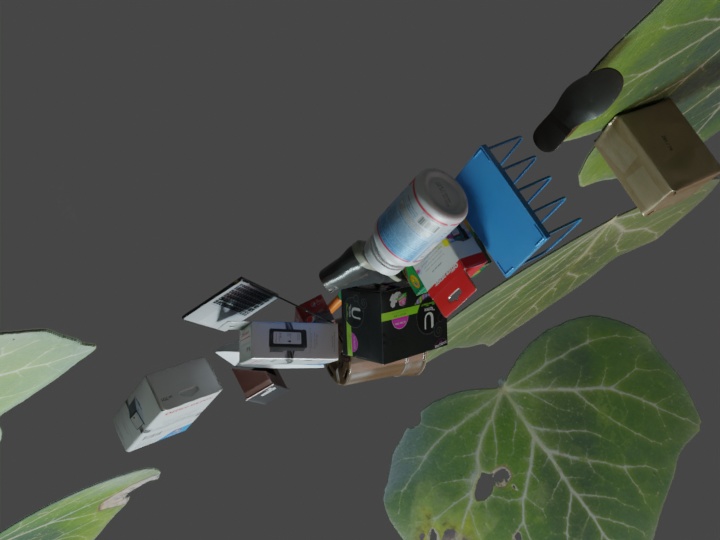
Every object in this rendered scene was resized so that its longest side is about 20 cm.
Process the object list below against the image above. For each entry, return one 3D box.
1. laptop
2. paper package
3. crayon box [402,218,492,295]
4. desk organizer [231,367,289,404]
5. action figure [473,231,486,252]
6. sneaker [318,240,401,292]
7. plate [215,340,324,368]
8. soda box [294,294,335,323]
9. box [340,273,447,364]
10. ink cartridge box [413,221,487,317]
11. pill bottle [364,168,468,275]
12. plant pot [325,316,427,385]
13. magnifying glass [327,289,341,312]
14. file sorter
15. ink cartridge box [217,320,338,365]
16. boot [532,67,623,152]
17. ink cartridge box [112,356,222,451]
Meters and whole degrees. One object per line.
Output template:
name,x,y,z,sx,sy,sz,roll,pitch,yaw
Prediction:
laptop,-0.174,0.088,1.486,0.199,0.117,0.187,-32,163,6
paper package,0.628,-0.242,1.777,0.189,0.201,0.104,-21,163,-31
crayon box,0.164,-0.033,1.718,0.199,0.120,0.058,-16,159,-42
desk organizer,-0.226,0.249,1.913,0.071,0.078,0.200,-30,168,-1
action figure,0.194,-0.007,1.913,0.199,0.070,0.130,-31,-173,40
sneaker,0.000,0.000,1.632,0.106,0.075,0.199,-31,156,19
plate,-0.182,0.173,1.746,0.197,0.033,0.200,0,164,5
soda box,-0.101,0.124,1.800,0.063,0.071,0.200,-25,164,-16
box,0.071,0.095,1.740,0.199,0.151,0.123,-12,-167,-43
ink cartridge box,0.156,-0.030,1.566,0.067,0.201,0.116,-17,160,-38
pill bottle,0.091,-0.078,1.474,0.108,0.110,0.200,-14,158,-43
plant pot,0.023,0.172,1.979,0.196,0.202,0.201,-12,157,-27
magnifying glass,-0.028,0.044,1.788,0.079,0.023,0.200,-13,154,-45
file sorter,0.280,-0.122,1.526,0.122,0.201,0.139,-23,163,-34
ink cartridge box,-0.149,0.131,1.502,0.197,0.069,0.116,3,168,-18
boot,0.384,-0.291,1.471,0.075,0.074,0.200,-41,179,-42
ink cartridge box,-0.390,0.270,1.693,0.145,0.086,0.200,-15,156,-44
